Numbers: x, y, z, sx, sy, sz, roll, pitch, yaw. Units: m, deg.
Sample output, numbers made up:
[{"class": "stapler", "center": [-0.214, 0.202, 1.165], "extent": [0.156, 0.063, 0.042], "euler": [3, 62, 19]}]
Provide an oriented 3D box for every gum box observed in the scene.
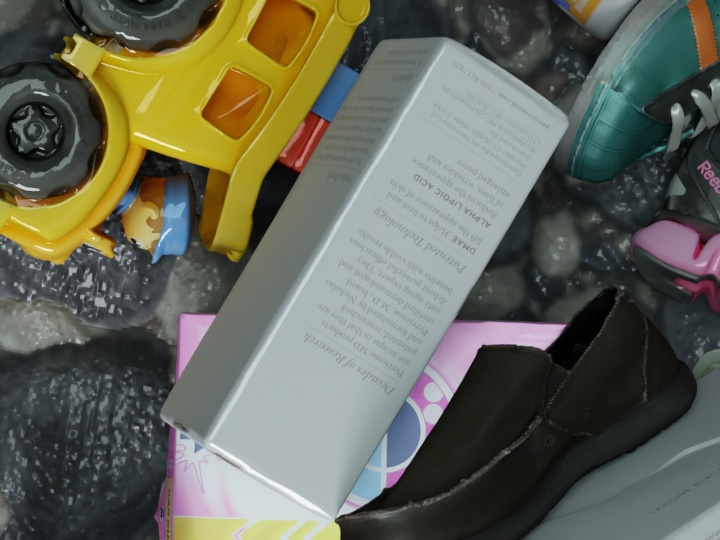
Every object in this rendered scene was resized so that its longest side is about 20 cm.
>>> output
[{"class": "gum box", "center": [0.003, 0.080, 1.149], "extent": [0.198, 0.066, 0.115], "euler": [2, 85, 3]}]

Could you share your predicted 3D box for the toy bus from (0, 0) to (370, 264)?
[{"class": "toy bus", "center": [-0.076, -0.071, 1.145], "extent": [0.191, 0.136, 0.201], "euler": [33, 89, -12]}]

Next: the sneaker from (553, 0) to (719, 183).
[{"class": "sneaker", "center": [0.173, -0.101, 1.130], "extent": [0.080, 0.072, 0.200], "euler": [40, 70, 17]}]

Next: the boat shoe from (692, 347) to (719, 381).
[{"class": "boat shoe", "center": [0.248, 0.087, 1.143], "extent": [0.200, 0.061, 0.072], "euler": [31, 132, 17]}]

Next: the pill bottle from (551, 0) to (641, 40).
[{"class": "pill bottle", "center": [0.075, -0.211, 1.146], "extent": [0.200, 0.112, 0.112], "euler": [40, 88, 5]}]

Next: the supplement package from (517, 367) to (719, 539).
[{"class": "supplement package", "center": [0.140, 0.135, 1.041], "extent": [0.199, 0.155, 0.112], "euler": [-28, 100, -23]}]

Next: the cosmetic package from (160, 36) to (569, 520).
[{"class": "cosmetic package", "center": [0.000, 0.000, 1.068], "extent": [0.074, 0.102, 0.201], "euler": [31, 86, -15]}]

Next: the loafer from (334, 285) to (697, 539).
[{"class": "loafer", "center": [0.058, 0.068, 1.055], "extent": [0.199, 0.073, 0.072], "euler": [-31, 100, -37]}]

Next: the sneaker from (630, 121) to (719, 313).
[{"class": "sneaker", "center": [0.231, -0.011, 1.150], "extent": [0.199, 0.079, 0.096], "euler": [20, 75, 3]}]
